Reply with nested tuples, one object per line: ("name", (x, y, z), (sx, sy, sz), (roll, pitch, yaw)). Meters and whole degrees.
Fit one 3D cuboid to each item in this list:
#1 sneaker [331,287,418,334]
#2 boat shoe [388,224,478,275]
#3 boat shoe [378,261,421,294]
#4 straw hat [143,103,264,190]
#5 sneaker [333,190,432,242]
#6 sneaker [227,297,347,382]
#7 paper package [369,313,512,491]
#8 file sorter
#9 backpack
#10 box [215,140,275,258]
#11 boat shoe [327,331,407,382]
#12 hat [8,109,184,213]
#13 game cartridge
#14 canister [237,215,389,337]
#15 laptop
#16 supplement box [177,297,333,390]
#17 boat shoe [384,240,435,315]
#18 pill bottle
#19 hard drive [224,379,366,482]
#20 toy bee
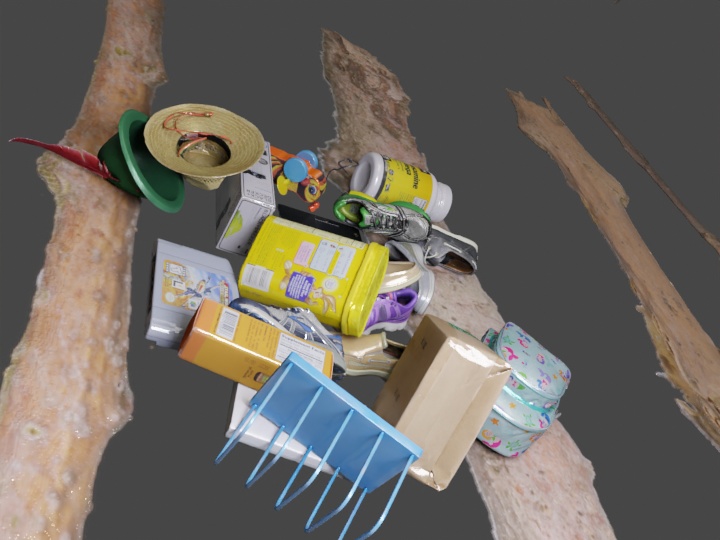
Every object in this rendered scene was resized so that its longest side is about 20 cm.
("sneaker", (0.018, 0.056, 1.330), (0.199, 0.084, 0.081), (-9, 51, -47))
("boat shoe", (0.147, -0.044, 1.597), (0.199, 0.072, 0.068), (18, 56, -17))
("boat shoe", (0.000, 0.000, 1.311), (0.199, 0.065, 0.072), (-5, 18, 7))
("straw hat", (-0.255, -0.182, 1.297), (0.200, 0.085, 0.202), (7, 43, -7))
("sneaker", (0.039, -0.094, 1.521), (0.199, 0.078, 0.085), (13, 21, 12))
("sneaker", (-0.106, 0.089, 1.148), (0.200, 0.077, 0.085), (34, 38, -24))
("paper package", (0.105, 0.172, 1.103), (0.103, 0.191, 0.200), (30, 2, -5))
("file sorter", (-0.056, 0.228, 0.963), (0.200, 0.139, 0.123), (37, 48, -4))
("backpack", (0.241, 0.196, 1.299), (0.177, 0.151, 0.200), (39, 37, 6))
("box", (-0.199, -0.132, 1.352), (0.060, 0.117, 0.201), (18, 36, -24))
("boat shoe", (0.018, 0.123, 1.246), (0.199, 0.076, 0.072), (15, 39, -25))
("hat", (-0.409, -0.157, 1.288), (0.166, 0.175, 0.201), (-52, 121, -73))
("game cartridge", (-0.243, 0.039, 1.162), (0.133, 0.042, 0.201), (14, 37, -22))
("canister", (-0.072, 0.004, 1.232), (0.199, 0.087, 0.149), (17, 61, 10))
("laptop", (-0.040, -0.067, 1.423), (0.176, 0.103, 0.201), (16, 36, -27))
("supplement box", (-0.138, 0.114, 1.073), (0.199, 0.067, 0.069), (27, 38, -13))
("boat shoe", (0.089, 0.009, 1.473), (0.064, 0.075, 0.202), (15, 32, -18))
("pill bottle", (0.088, -0.166, 1.661), (0.199, 0.113, 0.113), (15, 36, -28))
("hard drive", (-0.083, 0.206, 1.094), (0.199, 0.026, 0.132), (24, 33, -16))
("toy bee", (-0.113, -0.168, 1.515), (0.199, 0.109, 0.131), (24, 32, 34))
